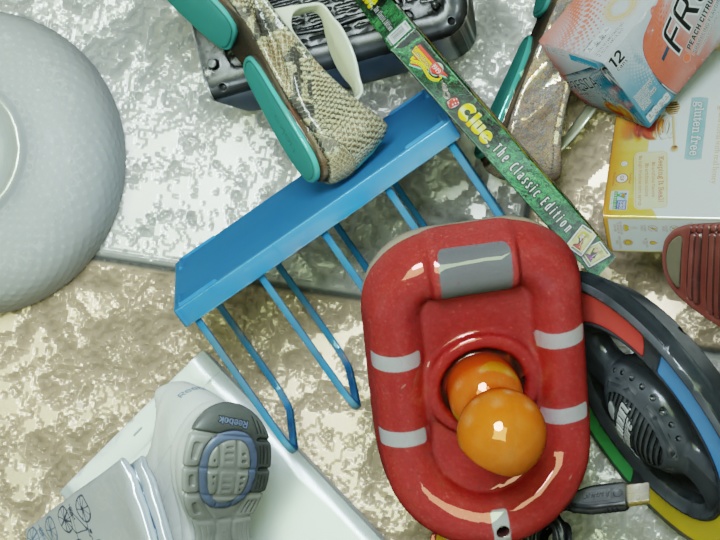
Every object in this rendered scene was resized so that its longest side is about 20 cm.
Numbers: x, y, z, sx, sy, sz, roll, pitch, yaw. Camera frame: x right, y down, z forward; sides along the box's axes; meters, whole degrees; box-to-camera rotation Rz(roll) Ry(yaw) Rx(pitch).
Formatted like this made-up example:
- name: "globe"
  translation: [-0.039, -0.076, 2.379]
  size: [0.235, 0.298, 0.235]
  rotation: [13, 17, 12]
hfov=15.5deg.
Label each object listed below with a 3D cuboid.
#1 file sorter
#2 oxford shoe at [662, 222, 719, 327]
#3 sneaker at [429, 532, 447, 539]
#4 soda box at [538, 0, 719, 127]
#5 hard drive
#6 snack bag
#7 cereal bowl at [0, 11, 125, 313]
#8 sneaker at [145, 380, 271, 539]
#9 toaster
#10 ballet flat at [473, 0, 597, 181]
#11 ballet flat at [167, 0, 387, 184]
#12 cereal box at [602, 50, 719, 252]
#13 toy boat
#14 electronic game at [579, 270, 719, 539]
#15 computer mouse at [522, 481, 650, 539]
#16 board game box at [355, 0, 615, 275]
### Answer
- name: "file sorter"
  translation: [0.000, 0.000, 1.636]
  size: [0.200, 0.139, 0.123]
  rotation: [-35, 103, 4]
- name: "oxford shoe"
  translation: [0.275, 0.007, 1.544]
  size: [0.199, 0.075, 0.071]
  rotation: [15, 116, 28]
- name: "sneaker"
  translation: [0.086, 0.165, 1.656]
  size: [0.082, 0.078, 0.201]
  rotation: [15, 97, 4]
- name: "soda box"
  translation: [0.204, -0.186, 1.634]
  size: [0.200, 0.064, 0.068]
  rotation: [-50, 37, -11]
- name: "hard drive"
  translation: [-0.078, 0.169, 1.696]
  size: [0.132, 0.026, 0.200]
  rotation: [-44, 81, 2]
- name: "snack bag"
  translation: [-0.144, 0.230, 1.630]
  size: [0.021, 0.188, 0.201]
  rotation: [-12, 78, -31]
- name: "cereal bowl"
  translation: [-0.255, -0.073, 1.710]
  size: [0.199, 0.083, 0.201]
  rotation: [-1, 85, 8]
- name: "sneaker"
  translation: [-0.103, 0.160, 1.645]
  size: [0.074, 0.087, 0.201]
  rotation: [-2, 114, -30]
- name: "toaster"
  translation: [-0.020, -0.212, 1.670]
  size: [0.199, 0.119, 0.182]
  rotation: [-15, 85, 7]
- name: "ballet flat"
  translation: [0.135, -0.149, 1.679]
  size: [0.067, 0.068, 0.201]
  rotation: [20, 95, -8]
- name: "ballet flat"
  translation: [-0.056, -0.144, 1.585]
  size: [0.075, 0.068, 0.200]
  rotation: [-38, 87, -18]
- name: "cereal box"
  translation: [0.255, -0.074, 1.618]
  size: [0.199, 0.040, 0.144]
  rotation: [0, 49, 14]
- name: "toy boat"
  translation: [0.074, 0.076, 1.528]
  size: [0.130, 0.131, 0.201]
  rotation: [-9, 119, -4]
- name: "electronic game"
  translation: [0.175, 0.087, 1.584]
  size: [0.042, 0.200, 0.200]
  rotation: [-34, 82, -16]
- name: "computer mouse"
  translation: [0.189, 0.196, 1.586]
  size: [0.199, 0.046, 0.141]
  rotation: [-5, 86, 21]
- name: "board game box"
  translation: [0.074, -0.086, 1.583]
  size: [0.023, 0.105, 0.200]
  rotation: [-40, 117, 7]
